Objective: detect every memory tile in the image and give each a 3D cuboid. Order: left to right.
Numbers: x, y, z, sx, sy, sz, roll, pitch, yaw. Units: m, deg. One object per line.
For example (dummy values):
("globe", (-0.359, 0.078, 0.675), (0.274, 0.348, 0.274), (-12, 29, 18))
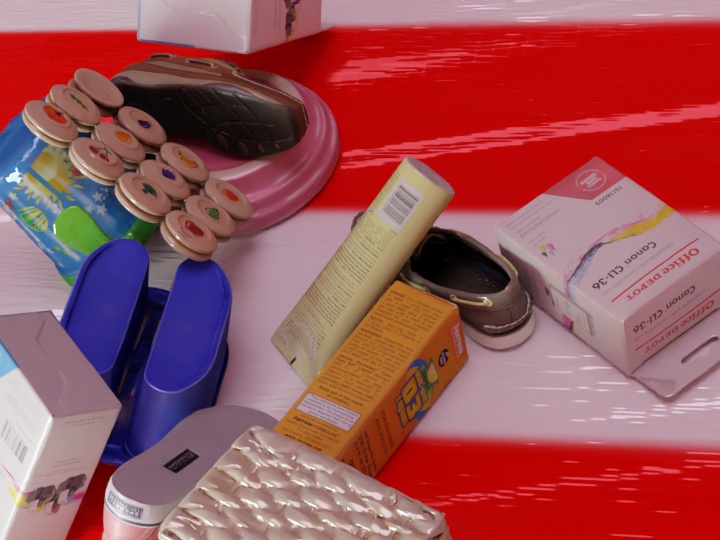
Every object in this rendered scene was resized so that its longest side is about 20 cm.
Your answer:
("memory tile", (-0.185, -0.092, 1.765), (0.200, 0.017, 0.153), (39, 23, 2))

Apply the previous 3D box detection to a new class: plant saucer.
("plant saucer", (-0.120, -0.116, 1.902), (0.199, 0.051, 0.202), (-8, 45, 8))

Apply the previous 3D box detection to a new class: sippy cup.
("sippy cup", (-0.252, -0.075, 1.804), (0.177, 0.130, 0.140), (-4, 52, 54))

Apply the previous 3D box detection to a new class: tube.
("tube", (0.000, 0.000, 1.709), (0.201, 0.052, 0.058), (-54, 4, 11))

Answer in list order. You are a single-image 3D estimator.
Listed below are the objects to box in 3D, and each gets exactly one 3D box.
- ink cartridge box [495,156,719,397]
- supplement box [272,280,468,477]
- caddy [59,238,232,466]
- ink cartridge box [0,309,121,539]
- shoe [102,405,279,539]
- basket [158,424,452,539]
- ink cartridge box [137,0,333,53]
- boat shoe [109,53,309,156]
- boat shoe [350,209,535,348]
("ink cartridge box", (0.217, 0.004, 1.680), (0.116, 0.068, 0.200), (-35, 48, -18))
("supplement box", (0.005, 0.103, 1.643), (0.068, 0.067, 0.200), (19, 54, 30))
("caddy", (-0.180, 0.070, 1.700), (0.140, 0.105, 0.201), (13, 43, 0))
("ink cartridge box", (-0.269, 0.145, 1.617), (0.067, 0.201, 0.115), (-6, 44, -42))
("shoe", (-0.134, 0.176, 1.609), (0.071, 0.092, 0.200), (29, 29, 21))
("basket", (-0.035, 0.219, 1.499), (0.199, 0.124, 0.136), (22, 54, 33))
("ink cartridge box", (-0.110, -0.253, 1.944), (0.114, 0.068, 0.200), (9, 16, 21))
("boat shoe", (-0.133, -0.159, 1.860), (0.199, 0.076, 0.074), (14, 46, 26))
("boat shoe", (0.064, -0.007, 1.738), (0.072, 0.061, 0.201), (-39, 49, -23))
